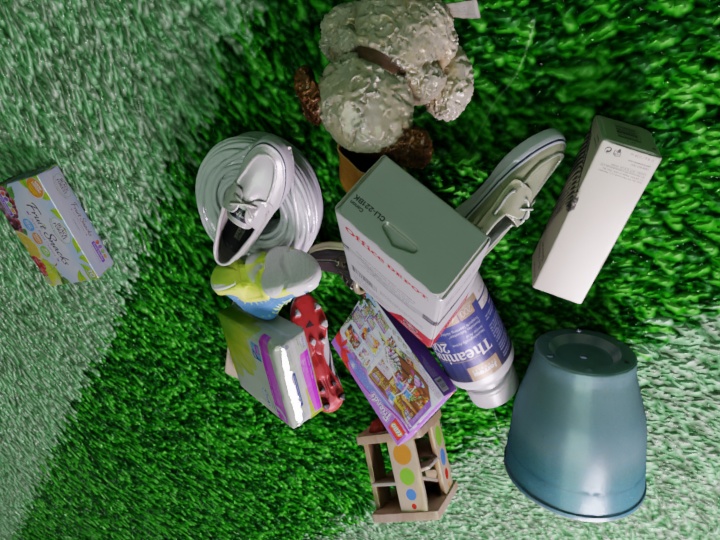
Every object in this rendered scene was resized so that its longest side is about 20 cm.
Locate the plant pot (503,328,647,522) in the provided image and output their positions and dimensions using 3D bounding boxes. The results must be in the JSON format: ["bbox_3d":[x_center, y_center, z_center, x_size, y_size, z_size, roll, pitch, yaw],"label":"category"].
[{"bbox_3d":[0.303,0.196,0.735,0.192,0.200,0.196,4,110,18],"label":"plant pot"}]

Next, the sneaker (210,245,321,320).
[{"bbox_3d":[-0.125,0.023,0.781,0.194,0.078,0.106,1,148,31],"label":"sneaker"}]

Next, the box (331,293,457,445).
[{"bbox_3d":[0.045,0.145,0.820,0.202,0.038,0.138,54,130,23],"label":"box"}]

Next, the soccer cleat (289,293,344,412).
[{"bbox_3d":[-0.080,0.139,0.887,0.085,0.067,0.207,-1,107,66],"label":"soccer cleat"}]

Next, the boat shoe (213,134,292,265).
[{"bbox_3d":[-0.152,-0.085,0.701,0.071,0.066,0.201,35,129,-7],"label":"boat shoe"}]

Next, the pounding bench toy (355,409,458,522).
[{"bbox_3d":[0.095,0.321,0.941,0.120,0.198,0.162,-14,86,25],"label":"pounding bench toy"}]

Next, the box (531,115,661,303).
[{"bbox_3d":[0.273,-0.069,0.632,0.066,0.083,0.205,18,126,7],"label":"box"}]

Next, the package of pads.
[{"bbox_3d":[-0.147,0.149,0.862,0.197,0.067,0.160,19,127,48],"label":"package of pads"}]

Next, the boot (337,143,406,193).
[{"bbox_3d":[0.057,-0.088,0.664,0.196,0.073,0.144,28,170,8],"label":"boot"}]

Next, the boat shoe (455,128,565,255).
[{"bbox_3d":[0.175,-0.079,0.633,0.200,0.071,0.063,-45,59,13],"label":"boat shoe"}]

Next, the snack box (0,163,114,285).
[{"bbox_3d":[-0.558,-0.077,0.958,0.137,0.054,0.206,-7,119,23],"label":"snack box"}]

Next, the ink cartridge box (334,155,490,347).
[{"bbox_3d":[0.055,-0.011,0.596,0.143,0.084,0.201,40,168,16],"label":"ink cartridge box"}]

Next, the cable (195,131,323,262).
[{"bbox_3d":[-0.150,-0.100,0.778,0.193,0.070,0.206,-3,123,23],"label":"cable"}]

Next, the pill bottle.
[{"bbox_3d":[0.157,0.097,0.766,0.108,0.112,0.204,-18,115,29],"label":"pill bottle"}]

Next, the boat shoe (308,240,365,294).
[{"bbox_3d":[0.000,0.000,0.764,0.194,0.067,0.073,4,164,34],"label":"boat shoe"}]

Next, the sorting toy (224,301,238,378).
[{"bbox_3d":[-0.169,0.165,0.982,0.179,0.037,0.205,21,127,6],"label":"sorting toy"}]

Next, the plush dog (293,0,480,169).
[{"bbox_3d":[0.024,-0.204,0.550,0.194,0.177,0.161,25,171,1],"label":"plush dog"}]
